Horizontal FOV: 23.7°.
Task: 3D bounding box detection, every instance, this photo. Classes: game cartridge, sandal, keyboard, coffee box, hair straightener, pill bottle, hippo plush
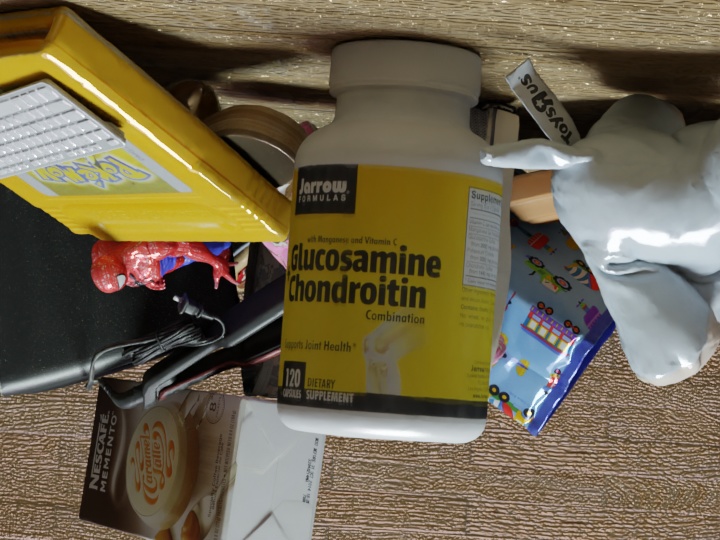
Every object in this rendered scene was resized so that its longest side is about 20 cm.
[{"bbox_3d":[-0.159,-0.072,0.955,0.175,0.033,0.200,1,151,40],"label":"game cartridge"},{"bbox_3d":[-0.094,-0.081,1.018,0.077,0.070,0.211,33,155,-30],"label":"sandal"},{"bbox_3d":[-0.200,-0.072,0.939,0.056,0.011,0.199,32,156,-32],"label":"keyboard"},{"bbox_3d":[-0.118,0.145,1.248,0.079,0.115,0.199,12,173,-37],"label":"coffee box"},{"bbox_3d":[-0.111,0.039,1.180,0.199,0.041,0.077,-22,127,18],"label":"hair straightener"},{"bbox_3d":[0.017,-0.014,0.900,0.111,0.202,0.112,4,176,0],"label":"pill bottle"},{"bbox_3d":[0.192,-0.054,0.890,0.160,0.160,0.200,-20,119,32],"label":"hippo plush"}]

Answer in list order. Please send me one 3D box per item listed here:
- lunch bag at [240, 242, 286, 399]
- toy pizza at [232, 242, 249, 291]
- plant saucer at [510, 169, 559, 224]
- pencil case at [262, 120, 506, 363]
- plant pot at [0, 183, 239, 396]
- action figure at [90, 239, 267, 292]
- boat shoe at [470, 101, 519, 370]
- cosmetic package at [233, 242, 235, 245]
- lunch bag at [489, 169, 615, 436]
[{"bbox_3d":[0.002,0.007,1.270,0.163,0.202,0.117,6,176,-22],"label":"lunch bag"},{"bbox_3d":[-0.030,-0.024,1.448,0.199,0.032,0.200,-24,169,-5],"label":"toy pizza"},{"bbox_3d":[0.184,-0.056,1.092,0.198,0.033,0.200,-9,179,0],"label":"plant saucer"},{"bbox_3d":[0.000,0.000,1.063,0.083,0.200,0.086,-44,-177,-43],"label":"pencil case"},{"bbox_3d":[-0.184,-0.016,1.305,0.176,0.201,0.200,-6,177,-5],"label":"plant pot"},{"bbox_3d":[-0.119,-0.011,1.126,0.065,0.052,0.200,-8,-178,25],"label":"action figure"},{"bbox_3d":[0.038,-0.017,1.001,0.092,0.201,0.075,10,143,-4],"label":"boat shoe"},{"bbox_3d":[-0.154,-0.046,1.549,0.050,0.083,0.200,6,177,-25],"label":"cosmetic package"},{"bbox_3d":[0.114,-0.008,1.173,0.150,0.094,0.200,34,-141,10],"label":"lunch bag"}]
